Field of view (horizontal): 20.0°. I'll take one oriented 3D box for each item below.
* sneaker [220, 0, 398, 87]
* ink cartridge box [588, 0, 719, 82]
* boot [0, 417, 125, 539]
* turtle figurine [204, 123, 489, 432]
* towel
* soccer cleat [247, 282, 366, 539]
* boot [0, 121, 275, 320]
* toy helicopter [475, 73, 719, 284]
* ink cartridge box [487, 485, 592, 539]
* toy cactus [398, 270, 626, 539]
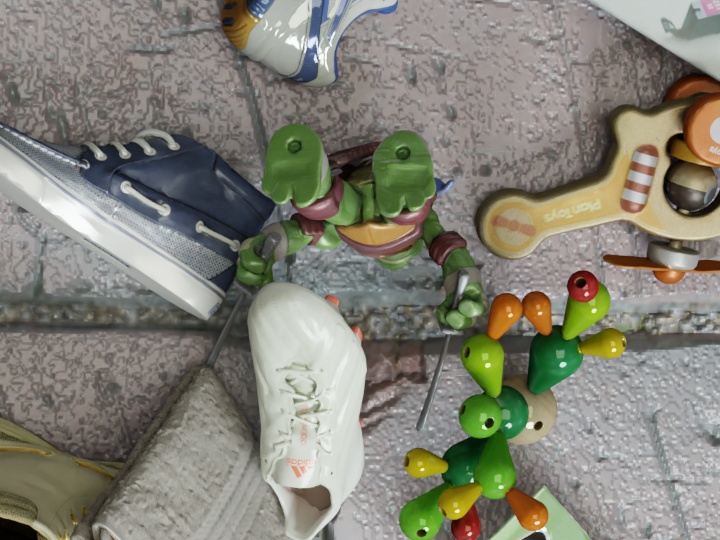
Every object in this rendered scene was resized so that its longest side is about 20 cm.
[{"bbox_3d":[-0.003,-0.210,1.299,0.088,0.075,0.200,34,94,-25],"label":"sneaker"},{"bbox_3d":[0.236,-0.223,1.318,0.200,0.044,0.174,31,107,-4],"label":"ink cartridge box"},{"bbox_3d":[-0.172,0.162,1.237,0.199,0.155,0.073,26,101,-12],"label":"boot"},{"bbox_3d":[0.000,0.000,1.240,0.144,0.194,0.200,37,79,19],"label":"turtle figurine"},{"bbox_3d":[-0.097,0.155,1.248,0.034,0.200,0.133,-23,109,27],"label":"towel"},{"bbox_3d":[-0.032,0.088,1.241,0.069,0.200,0.078,11,52,17],"label":"soccer cleat"},{"bbox_3d":[-0.153,-0.059,1.278,0.200,0.073,0.091,35,80,-21],"label":"boot"},{"bbox_3d":[0.176,-0.042,1.357,0.199,0.079,0.133,-16,107,0],"label":"toy helicopter"},{"bbox_3d":[0.141,0.245,1.369,0.104,0.059,0.200,-42,102,-7],"label":"ink cartridge box"},{"bbox_3d":[0.104,0.090,1.292,0.102,0.165,0.201,28,95,15],"label":"toy cactus"}]
